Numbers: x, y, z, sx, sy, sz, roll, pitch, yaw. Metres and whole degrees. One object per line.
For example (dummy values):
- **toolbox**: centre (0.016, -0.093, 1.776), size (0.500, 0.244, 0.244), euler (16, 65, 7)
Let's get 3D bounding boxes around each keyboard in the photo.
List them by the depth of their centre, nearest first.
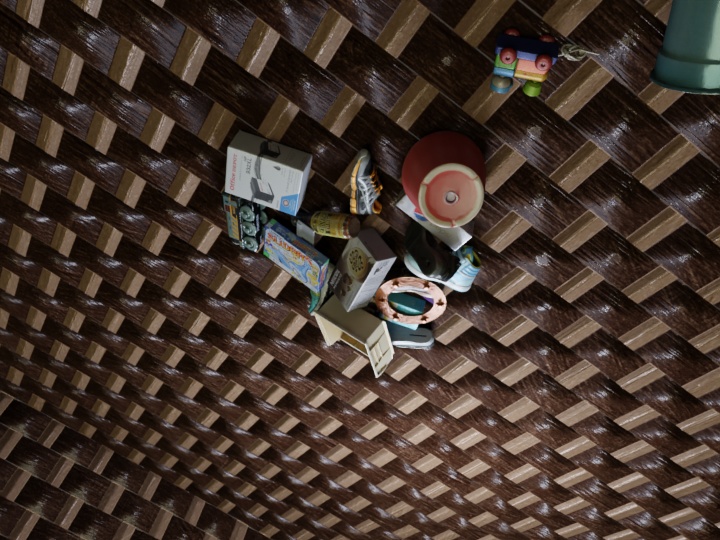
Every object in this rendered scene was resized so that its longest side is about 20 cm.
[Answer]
- **keyboard**: centre (-0.152, -0.070, 1.720), size (0.056, 0.011, 0.201), euler (30, 153, 9)

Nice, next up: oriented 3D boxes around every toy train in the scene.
- **toy train**: centre (0.362, -0.401, 1.262), size (0.197, 0.085, 0.116), euler (13, 144, 7)
- **toy train**: centre (-0.318, -0.143, 1.718), size (0.113, 0.085, 0.202), euler (21, 137, 17)

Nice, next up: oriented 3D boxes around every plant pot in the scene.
- **plant pot**: centre (0.619, -0.432, 1.081), size (0.197, 0.201, 0.198), euler (3, 123, 15)
- **plant pot**: centre (0.192, -0.191, 1.393), size (0.197, 0.178, 0.203), euler (0, 115, 1)

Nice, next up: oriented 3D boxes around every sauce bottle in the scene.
- **sauce bottle**: centre (-0.095, -0.123, 1.642), size (0.198, 0.066, 0.067), euler (8, 135, 33)

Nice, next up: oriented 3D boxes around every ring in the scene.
- **ring**: centre (0.137, 0.089, 1.722), size (0.197, 0.019, 0.202), euler (5, 138, 5)

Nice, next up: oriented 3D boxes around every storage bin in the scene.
- **storage bin**: centre (-0.015, 0.189, 1.825), size (0.199, 0.094, 0.200), euler (28, 152, 31)

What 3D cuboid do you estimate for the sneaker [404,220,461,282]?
- **sneaker**: centre (0.182, -0.043, 1.579), size (0.114, 0.200, 0.076), euler (25, 116, -37)

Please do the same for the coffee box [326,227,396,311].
- **coffee box**: centre (0.000, 0.000, 1.689), size (0.113, 0.079, 0.201), euler (52, 133, 26)

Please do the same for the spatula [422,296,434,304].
- **spatula**: centre (0.139, 0.044, 1.766), size (0.198, 0.021, 0.057), euler (22, 135, 0)

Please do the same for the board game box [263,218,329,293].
- **board game box**: centre (-0.180, -0.040, 1.731), size (0.199, 0.034, 0.136), euler (35, 146, 14)

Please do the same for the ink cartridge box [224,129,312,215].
- **ink cartridge box**: centre (-0.236, -0.246, 1.591), size (0.198, 0.084, 0.146), euler (19, 134, 2)

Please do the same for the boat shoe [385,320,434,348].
- **boat shoe**: centre (0.125, 0.204, 1.876), size (0.198, 0.073, 0.071), euler (9, 150, 22)

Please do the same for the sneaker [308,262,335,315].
- **sneaker**: centre (-0.119, 0.047, 1.834), size (0.079, 0.077, 0.201), euler (31, 129, 14)

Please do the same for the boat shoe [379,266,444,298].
- **boat shoe**: centre (0.133, 0.021, 1.715), size (0.197, 0.071, 0.071), euler (7, 140, 1)

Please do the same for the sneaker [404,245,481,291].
- **sneaker**: centre (0.223, -0.031, 1.635), size (0.198, 0.080, 0.131), euler (19, 136, -12)

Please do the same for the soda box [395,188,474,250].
- **soda box**: centre (0.187, -0.141, 1.557), size (0.199, 0.064, 0.068), euler (36, 132, -14)

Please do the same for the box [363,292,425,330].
- **box**: centre (0.082, 0.098, 1.813), size (0.198, 0.049, 0.083), euler (19, 133, 1)

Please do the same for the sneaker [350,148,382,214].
- **sneaker**: centre (0.018, -0.215, 1.544), size (0.076, 0.079, 0.201), euler (12, 144, 9)
